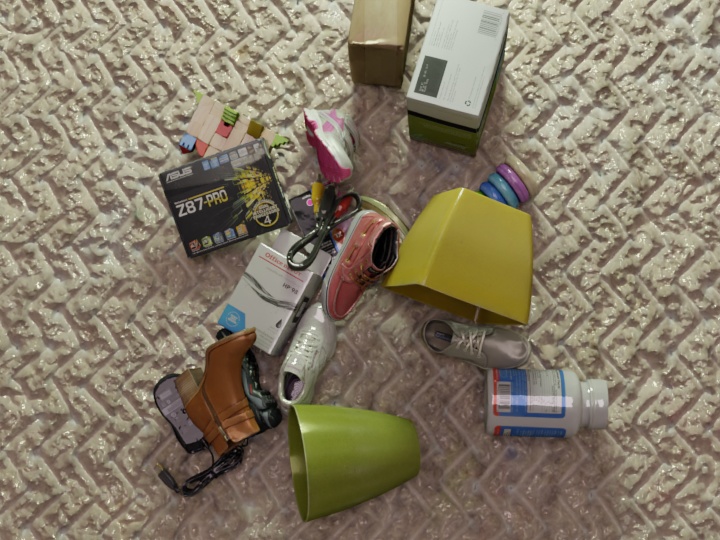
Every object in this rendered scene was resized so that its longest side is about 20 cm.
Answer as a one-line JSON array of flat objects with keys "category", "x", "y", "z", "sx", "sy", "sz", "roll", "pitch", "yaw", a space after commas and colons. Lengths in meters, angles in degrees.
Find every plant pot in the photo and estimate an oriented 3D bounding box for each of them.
[{"category": "plant pot", "x": 0.176, "y": -0.026, "z": 1.644, "sx": 0.198, "sy": 0.200, "sz": 0.178, "roll": 21, "pitch": 82, "yaw": -15}, {"category": "plant pot", "x": -0.008, "y": 0.304, "z": 1.641, "sx": 0.197, "sy": 0.187, "sz": 0.190, "roll": -6, "pitch": 77, "yaw": -13}]

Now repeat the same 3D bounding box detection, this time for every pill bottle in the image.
[{"category": "pill bottle", "x": 0.307, "y": 0.221, "z": 1.660, "sx": 0.197, "sy": 0.112, "sz": 0.114, "roll": 2, "pitch": 77, "yaw": 3}]

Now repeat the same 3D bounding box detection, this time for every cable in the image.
[{"category": "cable", "x": -0.061, "y": -0.077, "z": 1.732, "sx": 0.096, "sy": 0.050, "sz": 0.202, "roll": 19, "pitch": 68, "yaw": 1}]

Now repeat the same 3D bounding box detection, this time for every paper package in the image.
[{"category": "paper package", "x": 0.041, "y": -0.455, "z": 1.785, "sx": 0.102, "sy": 0.191, "sz": 0.203, "roll": 8, "pitch": 79, "yaw": 3}]

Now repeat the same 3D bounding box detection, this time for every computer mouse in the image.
[{"category": "computer mouse", "x": -0.308, "y": 0.288, "z": 1.715, "sx": 0.140, "sy": 0.046, "sz": 0.201, "roll": -39, "pitch": 87, "yaw": -12}]

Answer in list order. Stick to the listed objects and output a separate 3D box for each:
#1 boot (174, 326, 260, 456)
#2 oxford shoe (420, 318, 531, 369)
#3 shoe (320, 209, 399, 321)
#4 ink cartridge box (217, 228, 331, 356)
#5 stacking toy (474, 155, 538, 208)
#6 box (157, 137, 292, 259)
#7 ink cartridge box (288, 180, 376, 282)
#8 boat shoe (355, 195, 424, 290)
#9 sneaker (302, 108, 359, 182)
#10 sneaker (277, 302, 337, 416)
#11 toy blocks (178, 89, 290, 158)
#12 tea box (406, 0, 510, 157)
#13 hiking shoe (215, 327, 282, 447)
[{"category": "boot", "x": -0.208, "y": 0.200, "z": 1.648, "sx": 0.200, "sy": 0.073, "sz": 0.156, "roll": -42, "pitch": 73, "yaw": 29}, {"category": "oxford shoe", "x": 0.191, "y": 0.124, "z": 1.695, "sx": 0.198, "sy": 0.058, "sz": 0.076, "roll": 12, "pitch": 85, "yaw": 19}, {"category": "shoe", "x": 0.000, "y": 0.000, "z": 1.686, "sx": 0.071, "sy": 0.091, "sz": 0.202, "roll": 19, "pitch": 95, "yaw": -33}, {"category": "ink cartridge box", "x": -0.148, "y": 0.033, "z": 1.733, "sx": 0.115, "sy": 0.067, "sz": 0.202, "roll": 28, "pitch": 89, "yaw": 14}, {"category": "stacking toy", "x": 0.215, "y": -0.112, "z": 1.760, "sx": 0.199, "sy": 0.085, "sz": 0.086, "roll": -38, "pitch": 78, "yaw": -1}, {"category": "box", "x": -0.237, "y": -0.128, "z": 1.765, "sx": 0.198, "sy": 0.049, "sz": 0.163, "roll": -17, "pitch": 99, "yaw": 6}, {"category": "ink cartridge box", "x": -0.048, "y": -0.055, "z": 1.783, "sx": 0.094, "sy": 0.037, "sz": 0.202, "roll": -24, "pitch": 79, "yaw": -2}, {"category": "boat shoe", "x": 0.058, "y": -0.049, "z": 1.757, "sx": 0.201, "sy": 0.073, "sz": 0.063, "roll": 45, "pitch": 79, "yaw": 4}, {"category": "sneaker", "x": -0.040, "y": -0.233, "z": 1.767, "sx": 0.087, "sy": 0.082, "sz": 0.201, "roll": -14, "pitch": 44, "yaw": -9}, {"category": "sneaker", "x": -0.091, "y": 0.150, "z": 1.706, "sx": 0.074, "sy": 0.100, "sz": 0.202, "roll": 14, "pitch": 77, "yaw": 8}, {"category": "toy blocks", "x": -0.246, "y": -0.221, "z": 1.808, "sx": 0.198, "sy": 0.100, "sz": 0.138, "roll": 28, "pitch": 93, "yaw": 0}, {"category": "tea box", "x": 0.171, "y": -0.338, "z": 1.748, "sx": 0.132, "sy": 0.197, "sz": 0.202, "roll": 17, "pitch": 80, "yaw": 8}, {"category": "hiking shoe", "x": -0.215, "y": 0.195, "z": 1.717, "sx": 0.086, "sy": 0.074, "sz": 0.201, "roll": -31, "pitch": 70, "yaw": 8}]
